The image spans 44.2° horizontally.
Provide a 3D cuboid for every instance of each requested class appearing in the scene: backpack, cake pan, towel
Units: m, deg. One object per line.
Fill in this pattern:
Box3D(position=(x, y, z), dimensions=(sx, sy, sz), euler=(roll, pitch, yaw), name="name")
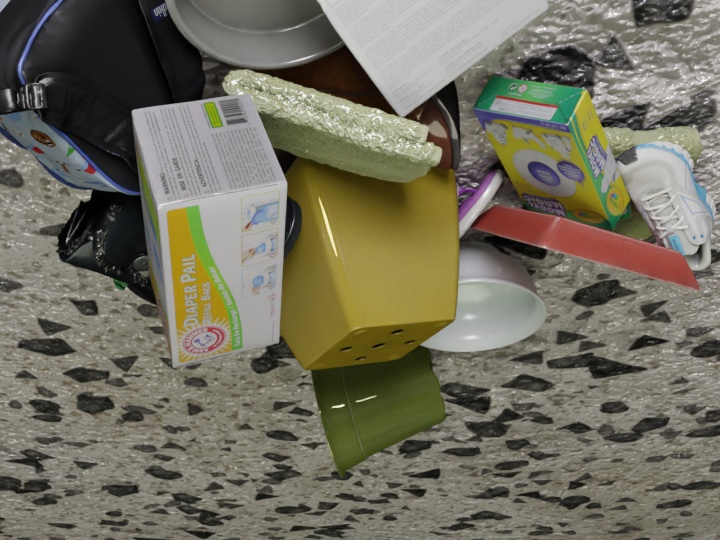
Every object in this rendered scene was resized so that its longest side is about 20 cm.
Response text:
Box3D(position=(-0.229, -0.160, 0.758), dimensions=(0.151, 0.203, 0.191), euler=(9, 151, 35), name="backpack")
Box3D(position=(-0.063, -0.248, 0.714), dimensions=(0.196, 0.037, 0.202), euler=(-14, 150, -8), name="cake pan")
Box3D(position=(0.294, -0.097, 1.021), dimensions=(0.144, 0.037, 0.201), euler=(1, 150, -1), name="towel")
Box3D(position=(-0.028, -0.125, 0.810), dimensions=(0.196, 0.037, 0.148), euler=(18, 174, -3), name="towel")

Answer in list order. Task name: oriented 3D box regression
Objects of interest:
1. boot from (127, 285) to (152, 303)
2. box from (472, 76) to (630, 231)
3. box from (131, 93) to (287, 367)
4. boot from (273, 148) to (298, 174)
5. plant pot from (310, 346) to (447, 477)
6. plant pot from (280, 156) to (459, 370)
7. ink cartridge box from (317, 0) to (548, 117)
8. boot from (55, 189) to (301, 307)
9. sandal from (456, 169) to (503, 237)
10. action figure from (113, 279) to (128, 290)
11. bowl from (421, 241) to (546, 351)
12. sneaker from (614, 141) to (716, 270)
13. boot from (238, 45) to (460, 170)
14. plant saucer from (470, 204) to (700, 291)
Box3D(position=(-0.205, 0.007, 1.118), dimensions=(0.184, 0.070, 0.200), euler=(12, -178, -4), name="boot")
Box3D(position=(0.203, -0.111, 0.919), dimensions=(0.116, 0.049, 0.200), euler=(20, 161, 41), name="box")
Box3D(position=(-0.126, -0.028, 0.750), dimensions=(0.099, 0.114, 0.202), euler=(-12, 142, -17), name="box")
Box3D(position=(-0.144, -0.091, 0.996), dimensions=(0.143, 0.072, 0.201), euler=(6, 150, -15), name="boot")
Box3D(position=(0.033, 0.199, 1.402), dimensions=(0.186, 0.204, 0.201), euler=(-16, 149, 1), name="plant pot")
Box3D(position=(0.000, 0.000, 0.985), dimensions=(0.196, 0.180, 0.200), euler=(-3, 157, -32), name="plant pot")
Box3D(position=(0.043, -0.245, 0.717), dimensions=(0.159, 0.048, 0.200), euler=(-34, 130, 12), name="ink cartridge box")
Box3D(position=(-0.176, -0.038, 0.867), dimensions=(0.198, 0.078, 0.168), euler=(-30, 143, 19), name="boot")
Box3D(position=(0.097, -0.060, 1.056), dimensions=(0.049, 0.083, 0.203), euler=(36, 141, -6), name="sandal")
Box3D(position=(-0.220, -0.047, 0.946), dimensions=(0.117, 0.055, 0.200), euler=(26, 126, -23), name="action figure")
Box3D(position=(0.143, 0.025, 1.173), dimensions=(0.196, 0.092, 0.202), euler=(-1, 150, -1), name="bowl")
Box3D(position=(0.337, -0.063, 0.956), dimensions=(0.074, 0.088, 0.198), euler=(-20, 142, 37), name="sneaker")
Box3D(position=(-0.003, -0.156, 0.886), dimensions=(0.195, 0.070, 0.189), euler=(-9, 149, 16), name="boot")
Box3D(position=(0.242, -0.031, 0.980), dimensions=(0.196, 0.038, 0.199), euler=(13, -175, -17), name="plant saucer")
